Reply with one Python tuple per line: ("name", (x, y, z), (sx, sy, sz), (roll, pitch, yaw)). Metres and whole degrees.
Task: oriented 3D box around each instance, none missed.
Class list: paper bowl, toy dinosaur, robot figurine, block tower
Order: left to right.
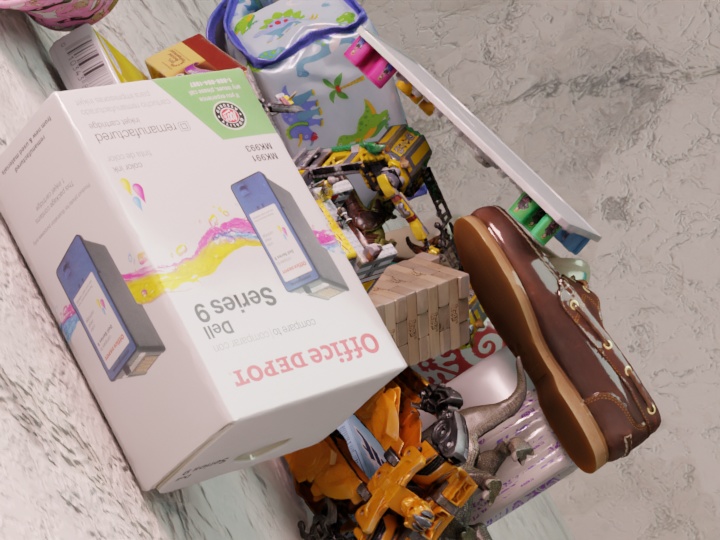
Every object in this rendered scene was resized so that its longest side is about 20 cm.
("block tower", (-0.008, 0.044, 1.255), (0.058, 0.199, 0.055), (18, -61, 42))
("robot figurine", (0.013, 0.127, 1.273), (0.058, 0.145, 0.200), (35, 6, -29))
("toy dinosaur", (0.058, 0.150, 1.298), (0.102, 0.202, 0.077), (11, -3, 40))
("paper bowl", (0.116, 0.120, 1.440), (0.105, 0.200, 0.201), (59, 5, 9))

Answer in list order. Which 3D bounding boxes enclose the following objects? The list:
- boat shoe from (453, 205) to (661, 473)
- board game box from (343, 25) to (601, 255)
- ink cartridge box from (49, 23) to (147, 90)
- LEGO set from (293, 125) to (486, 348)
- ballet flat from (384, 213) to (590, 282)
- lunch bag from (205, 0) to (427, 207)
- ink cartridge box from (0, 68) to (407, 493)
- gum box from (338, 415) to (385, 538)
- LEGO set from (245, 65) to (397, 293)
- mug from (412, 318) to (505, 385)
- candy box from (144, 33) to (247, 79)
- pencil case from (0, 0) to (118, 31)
("boat shoe", (0.138, 0.040, 1.321), (0.201, 0.070, 0.070), (61, -17, -1))
("board game box", (0.084, -0.088, 1.367), (0.200, 0.026, 0.200), (45, 9, 11))
("ink cartridge box", (-0.145, -0.068, 1.424), (0.199, 0.047, 0.200), (60, 7, 14))
("LEGO set", (0.000, 0.000, 1.386), (0.116, 0.153, 0.201), (-50, 132, -39))
("ballet flat", (0.090, -0.009, 1.477), (0.198, 0.070, 0.069), (18, -15, 26))
("lunch bag", (-0.045, -0.146, 1.537), (0.200, 0.126, 0.171), (-122, -168, -60))
("ink cartridge box", (-0.087, 0.001, 1.010), (0.145, 0.087, 0.201), (-13, 70, -48))
("gum box", (0.016, 0.186, 1.476), (0.170, 0.044, 0.201), (55, 7, -38))
("LEGO set", (-0.074, -0.030, 1.138), (0.153, 0.116, 0.201), (-8, 58, -36))
("mug", (0.028, 0.063, 1.583), (0.199, 0.133, 0.179), (19, 61, -30))
("candy box", (-0.097, -0.074, 1.482), (0.117, 0.056, 0.202), (41, -28, 58))
("pencil case", (-0.223, -0.212, 1.299), (0.200, 0.086, 0.084), (-42, 120, -86))
